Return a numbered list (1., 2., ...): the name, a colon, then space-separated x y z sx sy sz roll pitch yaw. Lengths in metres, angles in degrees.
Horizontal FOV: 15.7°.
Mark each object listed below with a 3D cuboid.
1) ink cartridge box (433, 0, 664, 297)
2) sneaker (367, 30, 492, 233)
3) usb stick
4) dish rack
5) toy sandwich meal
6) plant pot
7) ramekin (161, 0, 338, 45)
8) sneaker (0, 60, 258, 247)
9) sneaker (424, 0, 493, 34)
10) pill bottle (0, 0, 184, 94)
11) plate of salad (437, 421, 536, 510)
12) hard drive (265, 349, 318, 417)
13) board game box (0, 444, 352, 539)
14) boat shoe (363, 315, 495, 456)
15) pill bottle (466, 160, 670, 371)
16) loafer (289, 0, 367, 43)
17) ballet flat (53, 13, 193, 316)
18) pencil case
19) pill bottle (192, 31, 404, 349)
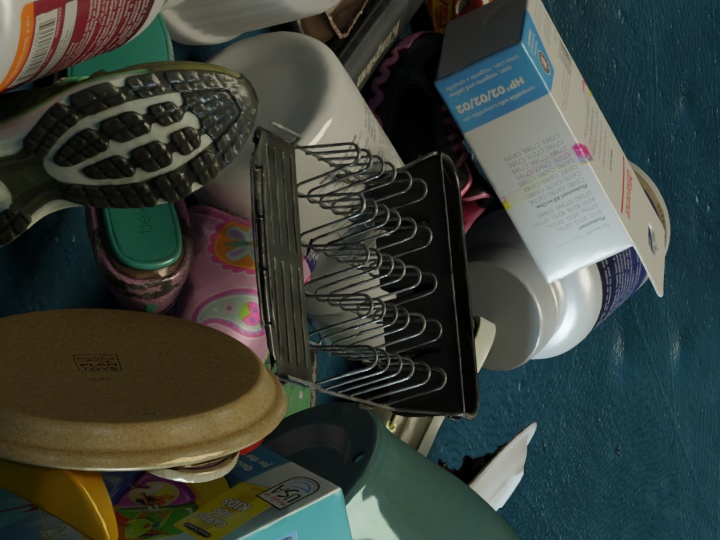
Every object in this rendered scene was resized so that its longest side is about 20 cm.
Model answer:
1. ink cartridge box: 0.127 -0.073 1.712 0.200 0.068 0.115 59 19 -19
2. sneaker: 0.049 -0.064 1.710 0.079 0.095 0.200 39 58 -53
3. usb stick: 0.001 -0.145 1.668 0.200 0.033 0.055 -56 173 -42
4. dish rack: 0.000 0.000 1.408 0.200 0.055 0.154 21 60 -64
5. toy sandwich meal: -0.136 0.077 1.292 0.205 0.205 0.070 -27 126 -57
6. plant pot: 0.002 0.184 1.487 0.188 0.200 0.200 56 44 -25
7. ramekin: -0.063 -0.230 1.485 0.202 0.094 0.203 5 85 -63
8. sneaker: -0.141 -0.076 1.293 0.089 0.200 0.077 -78 147 -48
9. sneaker: 0.071 -0.202 1.784 0.077 0.073 0.200 -77 161 -63
10. pill bottle: -0.164 -0.154 1.312 0.200 0.109 0.110 -31 119 -56
11. plate of salad: 0.044 0.170 1.697 0.200 0.048 0.200 -48 170 -12
12. hard drive: -0.078 0.143 1.558 0.140 0.038 0.200 2 92 -61
13. board game box: -0.127 0.142 1.283 0.200 0.151 0.047 -24 116 -29
14. boat shoe: 0.016 0.103 1.699 0.060 0.072 0.202 34 69 -10
15. pill bottle: 0.133 -0.004 1.844 0.200 0.111 0.111 -37 124 -54
16. loafer: 0.007 -0.221 1.647 0.073 0.071 0.200 61 42 -42
17. ballet flat: -0.129 -0.061 1.405 0.071 0.069 0.200 113 -29 -55
18. pencil case: -0.096 0.064 1.447 0.087 0.087 0.200 50 58 -50
19. pill bottle: -0.025 -0.039 1.559 0.200 0.114 0.114 56 45 -46
